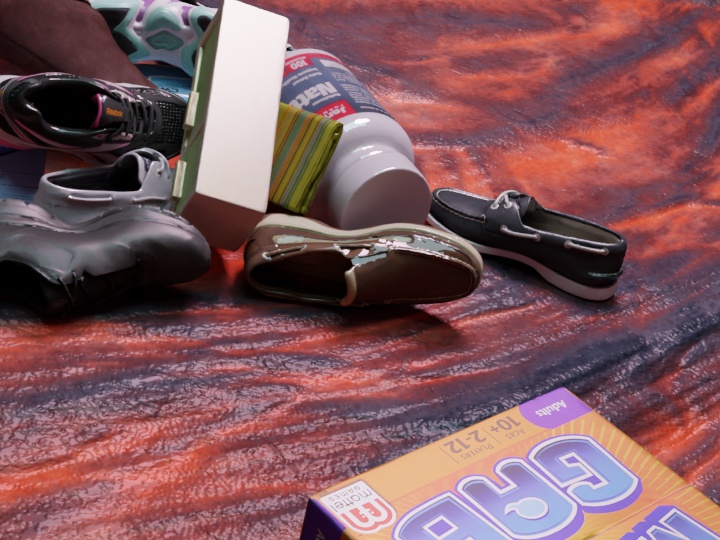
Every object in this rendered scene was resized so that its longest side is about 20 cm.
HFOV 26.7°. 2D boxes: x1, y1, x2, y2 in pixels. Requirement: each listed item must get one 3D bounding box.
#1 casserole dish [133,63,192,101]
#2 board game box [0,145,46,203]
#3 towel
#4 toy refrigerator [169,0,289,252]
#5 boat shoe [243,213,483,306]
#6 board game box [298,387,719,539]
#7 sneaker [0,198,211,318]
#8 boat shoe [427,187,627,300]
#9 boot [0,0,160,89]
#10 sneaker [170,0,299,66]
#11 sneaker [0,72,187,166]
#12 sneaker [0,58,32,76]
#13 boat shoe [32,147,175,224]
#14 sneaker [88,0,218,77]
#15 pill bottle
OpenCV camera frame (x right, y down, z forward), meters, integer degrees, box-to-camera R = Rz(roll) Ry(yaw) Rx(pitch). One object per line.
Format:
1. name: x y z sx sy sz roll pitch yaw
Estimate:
1. casserole dish: -0.163 -0.163 1.496 0.198 0.039 0.121 4 31 -13
2. board game box: -0.368 -0.110 1.293 0.198 0.019 0.104 6 71 -13
3. towel: -0.091 -0.112 1.355 0.018 0.087 0.199 30 -3 -40
4. toy refrigerator: -0.114 -0.126 1.298 0.069 0.076 0.202 15 60 -19
5. boat shoe: 0.000 0.005 1.261 0.200 0.075 0.075 4 33 8
6. board game box: 0.089 0.222 0.814 0.199 0.201 0.200 -17 42 -39
7. sneaker: -0.217 -0.001 1.196 0.198 0.076 0.091 0 42 -8
8. boat shoe: 0.152 -0.042 1.398 0.199 0.061 0.076 22 32 14
9. boot: -0.273 -0.193 1.348 0.166 0.072 0.200 45 26 2
10. sneaker: -0.117 -0.233 1.581 0.198 0.080 0.071 19 29 9
11. sneaker: -0.221 -0.126 1.289 0.199 0.081 0.086 -2 1 -37
12. sneaker: -0.318 -0.163 1.404 0.104 0.076 0.200 34 39 27
13. boat shoe: -0.194 -0.069 1.298 0.199 0.069 0.072 -11 37 -39
14. sneaker: -0.181 -0.250 1.520 0.198 0.078 0.140 13 25 -11
15. pill bottle: -0.020 -0.105 1.376 0.119 0.120 0.200 -6 36 -28
